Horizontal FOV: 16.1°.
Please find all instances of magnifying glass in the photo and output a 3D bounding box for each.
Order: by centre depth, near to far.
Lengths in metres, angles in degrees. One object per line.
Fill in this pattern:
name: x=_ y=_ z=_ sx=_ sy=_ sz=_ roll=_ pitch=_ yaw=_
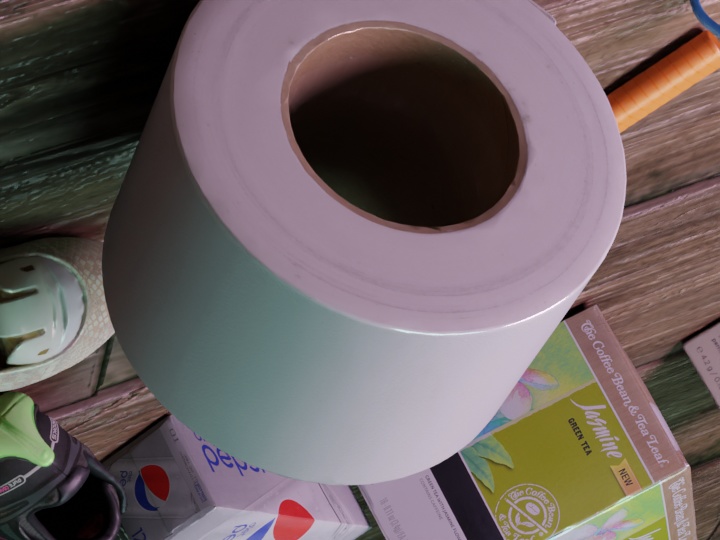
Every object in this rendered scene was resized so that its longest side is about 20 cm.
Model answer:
magnifying glass: x=0.113 y=-0.067 z=1.396 sx=0.200 sy=0.022 sz=0.080 roll=-35 pitch=157 yaw=15

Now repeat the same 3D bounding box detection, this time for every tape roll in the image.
tape roll: x=-0.001 y=-0.026 z=1.111 sx=0.203 sy=0.203 sz=0.139 roll=-17 pitch=156 yaw=-27

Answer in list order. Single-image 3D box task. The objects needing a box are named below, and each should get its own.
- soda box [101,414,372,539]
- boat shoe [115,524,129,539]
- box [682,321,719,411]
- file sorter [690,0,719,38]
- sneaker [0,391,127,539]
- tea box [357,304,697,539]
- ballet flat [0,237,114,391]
soda box: x=-0.074 y=0.142 z=1.571 sx=0.063 sy=0.068 sz=0.200 roll=-36 pitch=156 yaw=18
boat shoe: x=-0.150 y=0.238 z=1.571 sx=0.066 sy=0.072 sz=0.201 roll=-25 pitch=123 yaw=-41
box: x=0.353 y=0.060 z=1.844 sx=0.200 sy=0.109 sz=0.128 roll=-32 pitch=158 yaw=9
file sorter: x=0.225 y=-0.165 z=1.106 sx=0.123 sy=0.139 sz=0.200 roll=-48 pitch=161 yaw=-13
sneaker: x=-0.172 y=0.137 z=1.406 sx=0.077 sy=0.084 sz=0.200 roll=-52 pitch=165 yaw=-16
tea box: x=0.111 y=0.149 z=1.717 sx=0.197 sy=0.134 sz=0.200 roll=-28 pitch=158 yaw=-1
ballet flat: x=-0.186 y=0.030 z=1.179 sx=0.200 sy=0.068 sz=0.062 roll=-16 pitch=-173 yaw=-28
